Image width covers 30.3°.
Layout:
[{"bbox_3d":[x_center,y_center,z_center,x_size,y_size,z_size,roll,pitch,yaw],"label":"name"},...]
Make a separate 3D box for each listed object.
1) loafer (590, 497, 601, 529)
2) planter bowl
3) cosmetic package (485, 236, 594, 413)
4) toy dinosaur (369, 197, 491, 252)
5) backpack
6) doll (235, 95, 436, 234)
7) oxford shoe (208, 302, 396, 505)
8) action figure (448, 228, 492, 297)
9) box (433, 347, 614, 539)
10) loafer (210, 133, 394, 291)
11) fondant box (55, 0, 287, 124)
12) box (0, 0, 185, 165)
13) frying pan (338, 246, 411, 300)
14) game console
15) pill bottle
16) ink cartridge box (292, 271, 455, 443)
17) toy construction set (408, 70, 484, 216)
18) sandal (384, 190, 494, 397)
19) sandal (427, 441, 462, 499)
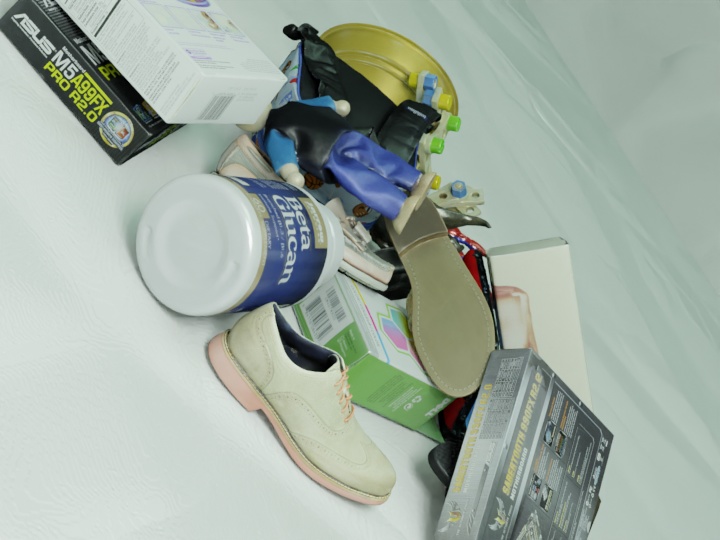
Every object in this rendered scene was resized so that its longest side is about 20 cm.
[{"bbox_3d":[0.210,0.245,1.371,0.073,0.071,0.200,45,21,-18],"label":"loafer"},{"bbox_3d":[0.013,-0.198,1.620,0.200,0.200,0.084,43,57,-22],"label":"planter bowl"},{"bbox_3d":[0.189,0.072,1.402,0.103,0.086,0.202,-49,131,-84],"label":"cosmetic package"},{"bbox_3d":[0.052,-0.049,1.461,0.199,0.077,0.103,12,-34,50],"label":"toy dinosaur"},{"bbox_3d":[-0.028,-0.131,1.379,0.199,0.154,0.191,31,23,-15],"label":"backpack"},{"bbox_3d":[-0.033,-0.110,1.230,0.199,0.049,0.137,31,45,5],"label":"doll"},{"bbox_3d":[-0.031,0.110,1.070,0.200,0.074,0.071,45,21,-19],"label":"oxford shoe"},{"bbox_3d":[0.139,0.014,1.597,0.099,0.065,0.201,29,20,-38],"label":"action figure"},{"bbox_3d":[0.151,0.196,1.196,0.158,0.048,0.201,43,54,-35],"label":"box"},{"bbox_3d":[-0.048,-0.055,1.247,0.199,0.063,0.072,31,1,-3],"label":"loafer"},{"bbox_3d":[-0.176,-0.215,1.164,0.200,0.058,0.144,48,23,15],"label":"fondant box"},{"bbox_3d":[-0.223,-0.190,1.210,0.161,0.044,0.200,50,20,-6],"label":"box"},{"bbox_3d":[0.015,-0.005,1.325,0.189,0.114,0.031,21,55,-53],"label":"frying pan"},{"bbox_3d":[0.142,0.106,1.406,0.118,0.173,0.201,17,29,-12],"label":"game console"},{"bbox_3d":[-0.090,-0.022,1.112,0.112,0.111,0.200,56,20,13],"label":"pill bottle"},{"bbox_3d":[0.030,0.085,1.268,0.199,0.059,0.104,31,27,-46],"label":"ink cartridge box"},{"bbox_3d":[0.079,-0.121,1.560,0.132,0.091,0.201,-65,146,-35],"label":"toy construction set"},{"bbox_3d":[0.077,0.028,1.278,0.070,0.077,0.213,74,-2,-68],"label":"sandal"},{"bbox_3d":[0.114,0.216,1.257,0.200,0.045,0.076,34,27,-53],"label":"sandal"}]
